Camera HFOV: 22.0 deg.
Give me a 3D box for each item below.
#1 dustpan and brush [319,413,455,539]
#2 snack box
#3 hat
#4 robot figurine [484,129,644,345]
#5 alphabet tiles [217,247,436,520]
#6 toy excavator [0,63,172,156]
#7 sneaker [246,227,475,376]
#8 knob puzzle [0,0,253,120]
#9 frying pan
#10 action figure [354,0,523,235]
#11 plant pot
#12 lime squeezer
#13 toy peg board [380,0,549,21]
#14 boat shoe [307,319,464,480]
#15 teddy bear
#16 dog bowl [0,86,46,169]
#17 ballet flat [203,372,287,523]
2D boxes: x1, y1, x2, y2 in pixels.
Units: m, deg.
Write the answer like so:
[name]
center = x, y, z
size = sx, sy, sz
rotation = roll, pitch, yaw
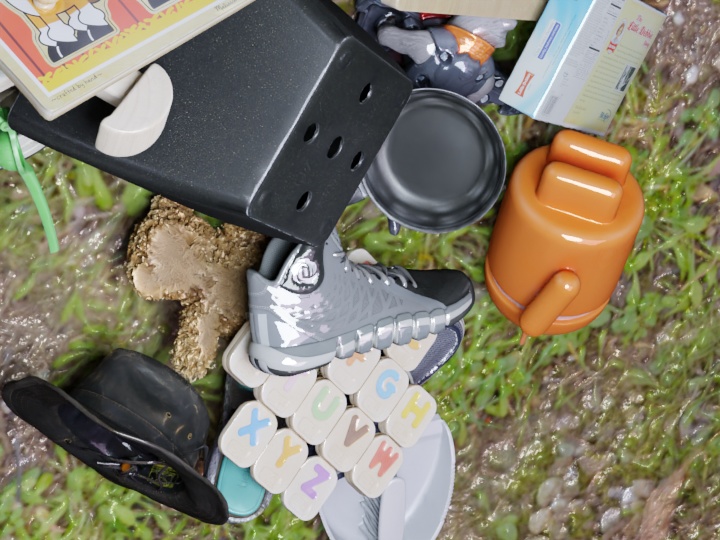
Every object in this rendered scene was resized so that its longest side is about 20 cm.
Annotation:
[dustpan and brush]
center = 0.025, 0.239, 1.643
size = 0.139, 0.057, 0.201
rotation = -12, 119, -24
[snack box]
center = 0.182, -0.172, 1.479
size = 0.117, 0.037, 0.200
rotation = -63, 160, 11
[hat]
center = -0.170, 0.113, 1.419
size = 0.201, 0.200, 0.081
rotation = 45, 66, -37
[robot figurine]
center = 0.166, -0.024, 1.537
size = 0.116, 0.144, 0.200
rotation = -13, 145, -20
[alphabet tiles]
center = -0.021, 0.091, 1.462
size = 0.200, 0.015, 0.196
rotation = 46, 73, -34
[toy excavator]
center = -0.241, -0.133, 1.147
size = 0.199, 0.195, 0.100
rotation = -28, 168, -23
[sneaker]
center = 0.000, 0.000, 1.404
size = 0.199, 0.075, 0.116
rotation = -18, 108, -31
[knob puzzle]
center = -0.184, -0.211, 1.143
size = 0.219, 0.220, 0.030
rotation = -13, 157, -24
[frying pan]
center = 0.030, -0.060, 1.418
size = 0.115, 0.031, 0.190
rotation = 43, 114, -7
[action figure]
center = 0.069, -0.127, 1.464
size = 0.199, 0.105, 0.194
rotation = 17, 114, -31
[plant pot]
center = -0.085, -0.123, 1.274
size = 0.201, 0.177, 0.199
rotation = -59, 156, 3
[lime squeezer]
center = -0.257, -0.081, 1.250
size = 0.200, 0.038, 0.071
rotation = 36, 93, -38
[toy peg board]
center = 0.081, -0.297, 1.358
size = 0.199, 0.098, 0.201
rotation = -5, 117, -49
[boat shoe]
center = 0.019, 0.107, 1.554
size = 0.200, 0.093, 0.075
rotation = -34, 126, -10
[teddy bear]
center = -0.100, 0.018, 1.450
size = 0.199, 0.067, 0.146
rotation = 10, 89, -29
[dog bowl]
center = -0.276, -0.170, 1.263
size = 0.199, 0.074, 0.201
rotation = -13, 119, -24
[ballet flat]
center = -0.083, 0.111, 1.509
size = 0.072, 0.072, 0.201
rotation = 31, 68, -36
